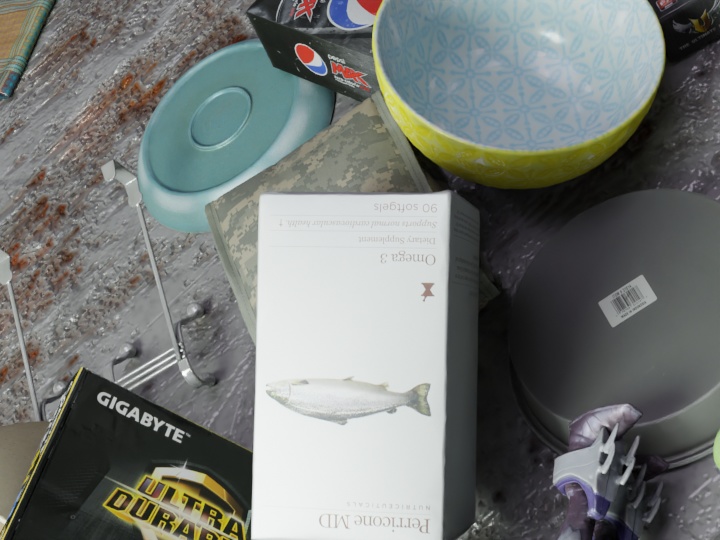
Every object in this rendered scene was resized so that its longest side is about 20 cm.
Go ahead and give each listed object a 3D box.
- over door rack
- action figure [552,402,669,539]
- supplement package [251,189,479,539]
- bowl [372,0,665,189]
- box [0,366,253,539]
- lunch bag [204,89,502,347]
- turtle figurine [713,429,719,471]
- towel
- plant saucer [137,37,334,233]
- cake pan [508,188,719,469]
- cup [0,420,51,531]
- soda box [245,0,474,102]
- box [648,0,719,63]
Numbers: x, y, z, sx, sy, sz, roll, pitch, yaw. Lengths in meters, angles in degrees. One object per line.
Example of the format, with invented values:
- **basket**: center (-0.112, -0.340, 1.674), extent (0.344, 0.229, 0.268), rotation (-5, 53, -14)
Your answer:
- **over door rack**: center (-0.206, 0.035, 1.148), extent (0.147, 0.067, 0.201), rotation (-29, 68, 14)
- **action figure**: center (0.122, 0.178, 0.801), extent (0.069, 0.130, 0.201), rotation (-17, 42, 42)
- **supplement package**: center (0.006, 0.057, 0.866), extent (0.116, 0.117, 0.201), rotation (0, 87, 12)
- **bowl**: center (0.107, -0.125, 1.014), extent (0.199, 0.108, 0.201), rotation (-1, 54, 1)
- **box**: center (-0.121, 0.175, 0.906), extent (0.049, 0.199, 0.160), rotation (-43, 23, 54)
- **lunch bag**: center (0.000, 0.000, 1.009), extent (0.164, 0.118, 0.200), rotation (-33, 42, 10)
- **turtle figurine**: center (0.281, 0.129, 0.757), extent (0.193, 0.201, 0.144), rotation (14, 43, 19)
- **towel**: center (-0.383, -0.261, 1.520), extent (0.146, 0.022, 0.201), rotation (-1, 59, 34)
- **plant saucer**: center (-0.114, -0.124, 1.237), extent (0.199, 0.027, 0.201), rotation (-17, 51, 23)
- **cake pan**: center (0.178, 0.030, 0.922), extent (0.199, 0.037, 0.201), rotation (-18, 51, 24)
- **cup**: center (-0.239, 0.187, 1.010), extent (0.199, 0.201, 0.143), rotation (-12, 25, 27)
- **soda box**: center (0.005, -0.177, 1.145), extent (0.199, 0.071, 0.063), rotation (26, 66, 36)
- **box**: center (0.278, -0.262, 1.051), extent (0.199, 0.048, 0.159), rotation (-28, 48, 14)
